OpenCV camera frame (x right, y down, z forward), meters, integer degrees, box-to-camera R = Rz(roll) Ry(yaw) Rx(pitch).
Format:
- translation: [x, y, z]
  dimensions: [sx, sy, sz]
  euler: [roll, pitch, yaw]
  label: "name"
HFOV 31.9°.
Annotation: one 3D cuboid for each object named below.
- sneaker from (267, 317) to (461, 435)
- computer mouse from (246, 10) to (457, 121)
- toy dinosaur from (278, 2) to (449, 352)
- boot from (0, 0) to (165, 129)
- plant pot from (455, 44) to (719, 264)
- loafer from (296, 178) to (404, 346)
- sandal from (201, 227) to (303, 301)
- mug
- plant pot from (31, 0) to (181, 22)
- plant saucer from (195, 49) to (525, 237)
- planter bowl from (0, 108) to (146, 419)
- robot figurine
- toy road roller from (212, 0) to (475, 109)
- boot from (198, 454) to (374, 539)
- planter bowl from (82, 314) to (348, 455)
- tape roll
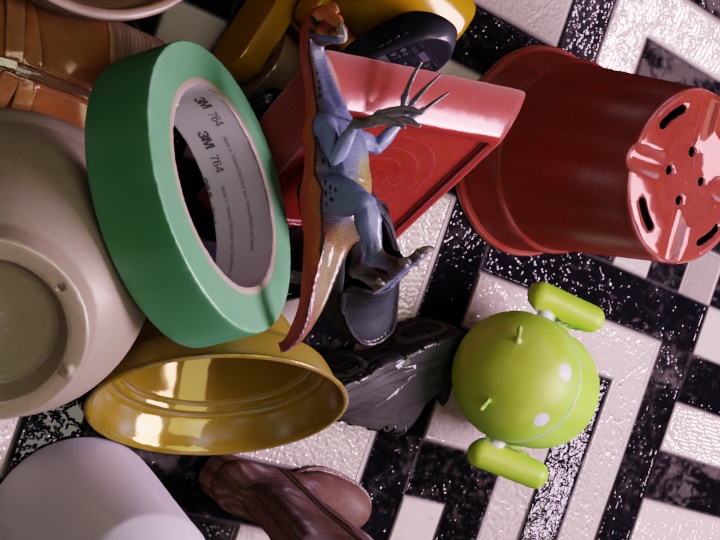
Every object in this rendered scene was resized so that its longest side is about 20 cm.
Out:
- translation: [0.009, 0.109, 1.099]
  dimensions: [0.199, 0.076, 0.091]
  euler: [-16, 115, -29]
  label: "sneaker"
- translation: [-0.022, -0.144, 0.934]
  dimensions: [0.059, 0.199, 0.034]
  euler: [42, 30, -62]
  label: "computer mouse"
- translation: [-0.018, -0.075, 0.836]
  dimensions: [0.200, 0.105, 0.182]
  euler: [-33, 85, -4]
  label: "toy dinosaur"
- translation: [-0.220, -0.087, 0.864]
  dimensions: [0.154, 0.074, 0.201]
  euler: [10, 82, -40]
  label: "boot"
- translation: [0.221, -0.096, 1.121]
  dimensions: [0.200, 0.195, 0.202]
  euler: [-8, 105, -34]
  label: "plant pot"
- translation: [0.000, 0.000, 0.973]
  dimensions: [0.068, 0.070, 0.201]
  euler: [-36, 144, -17]
  label: "loafer"
- translation: [-0.083, 0.007, 1.009]
  dimensions: [0.199, 0.043, 0.076]
  euler: [-7, 147, -26]
  label: "sandal"
- translation: [-0.174, 0.228, 0.946]
  dimensions: [0.187, 0.153, 0.150]
  euler: [45, 74, -33]
  label: "mug"
- translation: [-0.190, -0.268, 0.855]
  dimensions: [0.200, 0.093, 0.202]
  euler: [-3, 96, -36]
  label: "plant pot"
- translation: [0.002, -0.083, 0.985]
  dimensions: [0.199, 0.200, 0.037]
  euler: [5, 58, -35]
  label: "plant saucer"
- translation: [-0.227, 0.013, 0.794]
  dimensions: [0.199, 0.135, 0.201]
  euler: [-3, 113, -7]
  label: "planter bowl"
- translation: [0.150, 0.100, 1.139]
  dimensions: [0.176, 0.115, 0.200]
  euler: [-67, 157, -3]
  label: "robot figurine"
- translation: [-0.004, -0.186, 0.975]
  dimensions: [0.123, 0.146, 0.200]
  euler: [39, 78, -34]
  label: "toy road roller"
- translation: [-0.017, 0.215, 1.022]
  dimensions: [0.186, 0.200, 0.064]
  euler: [17, 91, -36]
  label: "boot"
- translation: [-0.111, 0.070, 0.970]
  dimensions: [0.200, 0.200, 0.084]
  euler: [18, 55, -36]
  label: "planter bowl"
- translation: [-0.109, -0.051, 0.843]
  dimensions: [0.200, 0.048, 0.201]
  euler: [-15, 90, -71]
  label: "tape roll"
